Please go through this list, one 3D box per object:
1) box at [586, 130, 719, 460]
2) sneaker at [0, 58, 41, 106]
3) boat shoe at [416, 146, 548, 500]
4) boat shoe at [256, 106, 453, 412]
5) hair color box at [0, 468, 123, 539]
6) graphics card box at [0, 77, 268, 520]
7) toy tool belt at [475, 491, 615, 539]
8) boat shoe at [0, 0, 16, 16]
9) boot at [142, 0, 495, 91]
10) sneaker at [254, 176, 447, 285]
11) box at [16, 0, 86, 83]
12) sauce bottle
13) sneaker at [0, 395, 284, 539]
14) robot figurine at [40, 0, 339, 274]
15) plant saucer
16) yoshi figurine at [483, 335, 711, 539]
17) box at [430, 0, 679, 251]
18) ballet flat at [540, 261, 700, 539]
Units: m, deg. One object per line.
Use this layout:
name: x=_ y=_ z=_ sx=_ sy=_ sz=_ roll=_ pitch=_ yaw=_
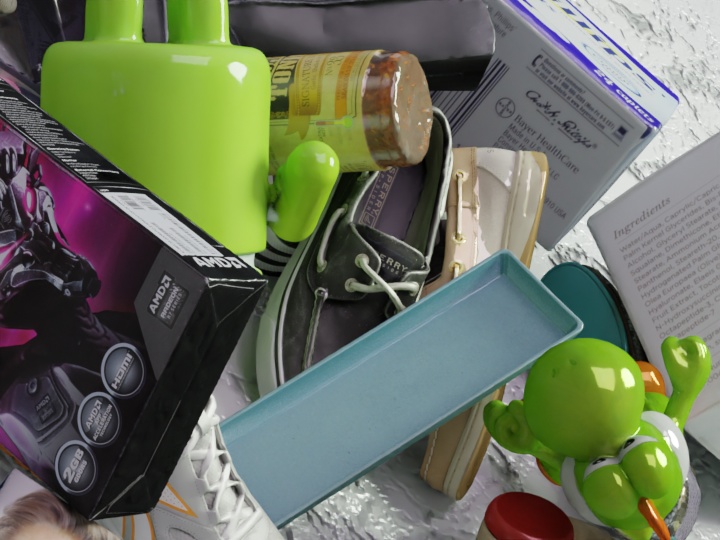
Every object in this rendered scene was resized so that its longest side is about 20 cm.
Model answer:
box: x=0.283 y=0.018 z=1.330 sx=0.199 sy=0.200 sz=0.172 roll=39 pitch=24 yaw=-46
sneaker: x=-0.212 y=-0.076 z=1.140 sx=0.200 sy=0.070 sz=0.082 roll=38 pitch=74 yaw=-27
boat shoe: x=0.053 y=0.025 z=1.218 sx=0.069 sy=0.074 sz=0.201 roll=12 pitch=73 yaw=5
boat shoe: x=0.000 y=0.000 z=1.177 sx=0.070 sy=0.064 sz=0.201 roll=26 pitch=65 yaw=-24
hair color box: x=-0.146 y=0.180 z=0.888 sx=0.100 sy=0.061 sz=0.200 roll=35 pitch=32 yaw=-8
graphics card box: x=-0.147 y=0.005 z=0.987 sx=0.200 sy=0.126 sz=0.051 roll=37 pitch=17 yaw=26
toy tool belt: x=0.075 y=0.210 z=1.048 sx=0.124 sy=0.123 sz=0.200 roll=12 pitch=27 yaw=-14
boat shoe: x=-0.244 y=-0.197 z=1.220 sx=0.073 sy=0.075 sz=0.200 roll=-14 pitch=32 yaw=-13
boot: x=-0.029 y=-0.181 z=1.260 sx=0.199 sy=0.066 sz=0.166 roll=-4 pitch=79 yaw=-6
sneaker: x=0.012 y=-0.057 z=1.287 sx=0.199 sy=0.076 sz=0.116 roll=4 pitch=66 yaw=-42
box: x=-0.136 y=-0.195 z=1.310 sx=0.200 sy=0.036 sz=0.144 roll=-21 pitch=97 yaw=-53
sauce bottle: x=-0.062 y=-0.081 z=1.182 sx=0.066 sy=0.199 sz=0.066 roll=-3 pitch=90 yaw=-69
sneaker: x=-0.088 y=0.090 z=1.023 sx=0.200 sy=0.092 sz=0.076 roll=42 pitch=33 yaw=4
robot figurine: x=-0.104 y=-0.048 z=1.103 sx=0.174 sy=0.201 sz=0.116 roll=1 pitch=5 yaw=-16
plant saucer: x=0.016 y=0.061 z=1.123 sx=0.199 sy=0.019 sz=0.070 roll=-32 pitch=55 yaw=-17
yoshi figurine: x=0.123 y=0.073 z=1.139 sx=0.112 sy=0.113 sz=0.200 roll=24 pitch=3 yaw=1
box: x=0.097 y=-0.121 z=1.403 sx=0.184 sy=0.105 sz=0.200 roll=41 pitch=15 yaw=2
ballet flat: x=0.151 y=0.085 z=1.304 sx=0.072 sy=0.072 sz=0.201 roll=16 pitch=40 yaw=-32
